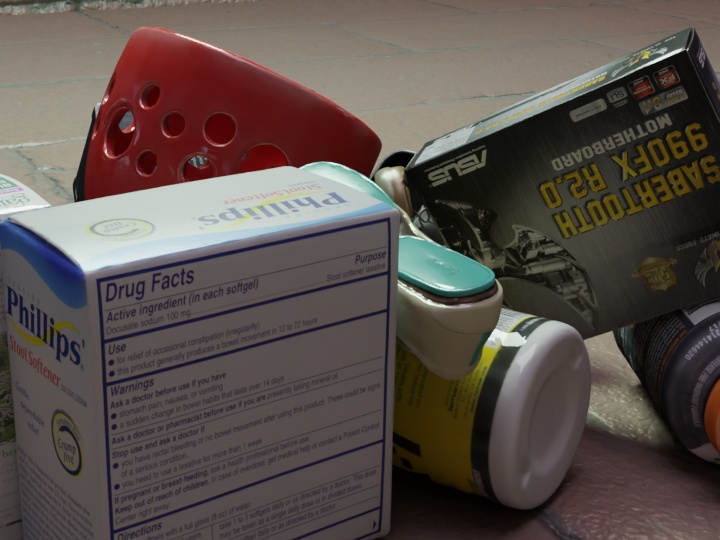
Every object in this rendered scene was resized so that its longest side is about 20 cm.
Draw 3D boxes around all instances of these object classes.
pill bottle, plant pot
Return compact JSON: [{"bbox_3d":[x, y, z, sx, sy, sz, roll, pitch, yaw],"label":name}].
[{"bbox_3d":[0.032,0.068,0.813,0.199,0.115,0.114,13,22,32],"label":"pill bottle"},{"bbox_3d":[-0.107,-0.053,0.945,0.200,0.183,0.200,22,-1,0],"label":"plant pot"},{"bbox_3d":[0.238,0.060,0.858,0.106,0.107,0.200,0,19,-3],"label":"pill bottle"}]

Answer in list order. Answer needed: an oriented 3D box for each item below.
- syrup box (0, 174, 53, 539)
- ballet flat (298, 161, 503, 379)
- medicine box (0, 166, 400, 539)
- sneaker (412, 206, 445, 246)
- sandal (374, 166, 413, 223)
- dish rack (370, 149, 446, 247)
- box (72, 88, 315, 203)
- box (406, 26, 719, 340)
[{"bbox_3d":[-0.211,0.055,0.706,0.078,0.201,0.081,-14,24,-35],"label":"syrup box"},{"bbox_3d":[0.012,0.001,0.757,0.069,0.070,0.200,-9,29,-27],"label":"ballet flat"},{"bbox_3d":[-0.081,0.062,0.689,0.182,0.201,0.103,-13,23,-36],"label":"medicine box"},{"bbox_3d":[0.100,-0.015,1.132,0.091,0.076,0.200,28,35,35],"label":"sneaker"},{"bbox_3d":[0.000,0.000,0.902,0.054,0.200,0.081,-6,58,-10],"label":"sandal"},{"bbox_3d":[0.066,-0.005,1.008,0.199,0.055,0.154,20,68,40],"label":"dish rack"},{"bbox_3d":[-0.137,-0.072,1.128,0.199,0.105,0.148,-8,-20,-22],"label":"box"},{"bbox_3d":[0.153,-0.042,0.838,0.199,0.159,0.048,-20,18,28],"label":"box"}]
